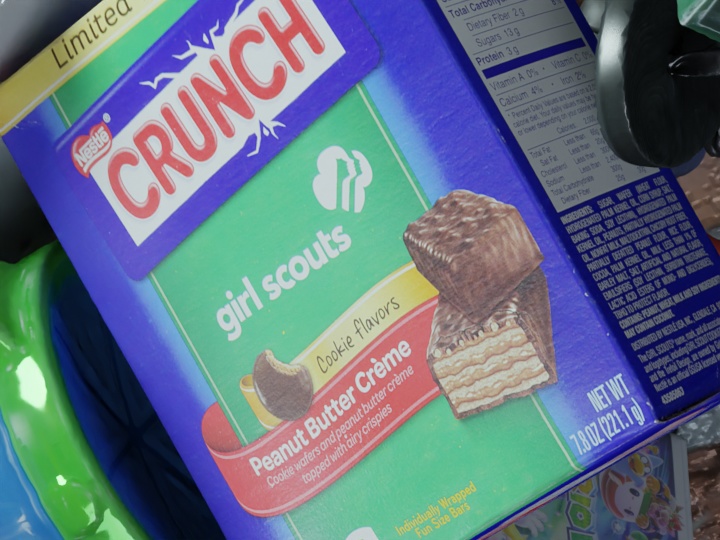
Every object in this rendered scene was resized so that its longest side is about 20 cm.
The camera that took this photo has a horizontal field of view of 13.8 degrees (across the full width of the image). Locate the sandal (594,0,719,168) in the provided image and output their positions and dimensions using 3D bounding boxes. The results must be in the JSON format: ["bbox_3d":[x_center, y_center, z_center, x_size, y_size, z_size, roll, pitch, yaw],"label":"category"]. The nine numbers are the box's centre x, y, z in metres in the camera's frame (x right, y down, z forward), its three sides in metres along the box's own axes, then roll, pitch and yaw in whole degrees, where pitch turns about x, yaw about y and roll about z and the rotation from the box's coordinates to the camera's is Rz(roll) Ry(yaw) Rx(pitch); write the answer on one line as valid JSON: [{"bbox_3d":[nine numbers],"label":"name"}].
[{"bbox_3d":[0.132,-0.089,0.892,0.048,0.200,0.076,6,117,35],"label":"sandal"}]

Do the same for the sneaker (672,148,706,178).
[{"bbox_3d":[0.042,-0.075,1.027,0.199,0.074,0.083,9,94,-33],"label":"sneaker"}]

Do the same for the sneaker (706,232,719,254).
[{"bbox_3d":[0.077,0.011,1.044,0.084,0.200,0.075,10,88,-14],"label":"sneaker"}]

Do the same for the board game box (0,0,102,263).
[{"bbox_3d":[-0.130,-0.035,0.996,0.200,0.026,0.200,-19,145,-51],"label":"board game box"}]

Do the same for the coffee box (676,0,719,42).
[{"bbox_3d":[0.144,-0.127,0.860,0.123,0.200,0.044,23,132,-20],"label":"coffee box"}]

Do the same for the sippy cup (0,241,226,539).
[{"bbox_3d":[-0.118,0.079,0.977,0.130,0.140,0.178,-29,92,17],"label":"sippy cup"}]

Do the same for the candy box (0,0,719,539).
[{"bbox_3d":[0.002,-0.014,0.905,0.169,0.077,0.200,-35,80,37],"label":"candy box"}]

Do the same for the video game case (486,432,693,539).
[{"bbox_3d":[0.042,0.102,1.120,0.199,0.144,0.018,18,143,-26],"label":"video game case"}]

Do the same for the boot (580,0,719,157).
[{"bbox_3d":[0.082,-0.109,0.974,0.199,0.070,0.132,16,97,-15],"label":"boot"}]
